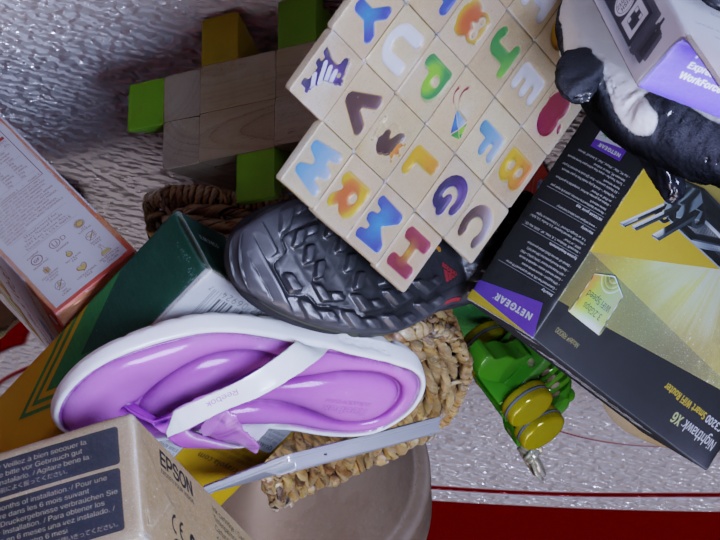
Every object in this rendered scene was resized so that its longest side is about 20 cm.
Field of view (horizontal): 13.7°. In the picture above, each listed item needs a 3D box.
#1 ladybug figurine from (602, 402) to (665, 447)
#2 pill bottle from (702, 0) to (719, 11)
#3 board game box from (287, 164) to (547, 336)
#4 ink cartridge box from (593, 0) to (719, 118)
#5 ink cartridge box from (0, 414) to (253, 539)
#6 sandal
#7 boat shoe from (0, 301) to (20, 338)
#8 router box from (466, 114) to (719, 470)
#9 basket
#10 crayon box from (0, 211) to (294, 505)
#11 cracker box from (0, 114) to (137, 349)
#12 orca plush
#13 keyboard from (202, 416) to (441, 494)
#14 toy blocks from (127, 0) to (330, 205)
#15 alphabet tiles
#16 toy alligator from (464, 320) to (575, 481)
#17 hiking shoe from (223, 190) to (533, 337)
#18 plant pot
[{"bbox_3d":[0.212,0.052,1.777,0.135,0.072,0.200,7,158,-8],"label":"ladybug figurine"},{"bbox_3d":[0.201,-0.146,1.230,0.200,0.112,0.112,18,157,-23],"label":"pill bottle"},{"bbox_3d":[0.052,-0.009,1.728,0.153,0.040,0.200,0,157,20],"label":"board game box"},{"bbox_3d":[0.198,-0.086,1.295,0.198,0.200,0.043,18,117,-23],"label":"ink cartridge box"},{"bbox_3d":[-0.143,0.163,1.481,0.164,0.075,0.200,-16,147,14],"label":"ink cartridge box"},{"bbox_3d":[-0.052,0.062,1.469,0.202,0.050,0.083,-2,134,-29],"label":"sandal"},{"bbox_3d":[-0.220,0.008,1.824,0.075,0.075,0.202,15,158,-17],"label":"boat shoe"},{"bbox_3d":[0.160,-0.004,1.540,0.052,0.157,0.200,32,178,40],"label":"router box"},{"bbox_3d":[-0.026,0.021,1.693,0.142,0.149,0.200,-25,158,-5],"label":"basket"},{"bbox_3d":[-0.109,0.074,1.526,0.200,0.052,0.126,-46,135,15],"label":"crayon box"},{"bbox_3d":[-0.167,-0.005,1.609,0.200,0.058,0.134,43,167,41],"label":"cracker box"},{"bbox_3d":[0.158,-0.064,1.376,0.200,0.105,0.071,27,135,38],"label":"orca plush"},{"bbox_3d":[-0.018,0.096,1.564,0.056,0.011,0.200,-16,176,24],"label":"keyboard"},{"bbox_3d":[0.000,-0.074,1.538,0.200,0.100,0.137,-9,164,38],"label":"toy blocks"},{"bbox_3d":[0.039,-0.083,1.403,0.006,0.167,0.200,32,174,35],"label":"alphabet tiles"},{"bbox_3d":[0.105,0.072,1.790,0.054,0.059,0.200,-35,153,-2],"label":"toy alligator"},{"bbox_3d":[0.000,0.000,1.506,0.200,0.076,0.101,-1,172,-41],"label":"hiking shoe"},{"bbox_3d":[-0.051,0.103,1.872,0.200,0.201,0.175,7,146,3],"label":"plant pot"}]
